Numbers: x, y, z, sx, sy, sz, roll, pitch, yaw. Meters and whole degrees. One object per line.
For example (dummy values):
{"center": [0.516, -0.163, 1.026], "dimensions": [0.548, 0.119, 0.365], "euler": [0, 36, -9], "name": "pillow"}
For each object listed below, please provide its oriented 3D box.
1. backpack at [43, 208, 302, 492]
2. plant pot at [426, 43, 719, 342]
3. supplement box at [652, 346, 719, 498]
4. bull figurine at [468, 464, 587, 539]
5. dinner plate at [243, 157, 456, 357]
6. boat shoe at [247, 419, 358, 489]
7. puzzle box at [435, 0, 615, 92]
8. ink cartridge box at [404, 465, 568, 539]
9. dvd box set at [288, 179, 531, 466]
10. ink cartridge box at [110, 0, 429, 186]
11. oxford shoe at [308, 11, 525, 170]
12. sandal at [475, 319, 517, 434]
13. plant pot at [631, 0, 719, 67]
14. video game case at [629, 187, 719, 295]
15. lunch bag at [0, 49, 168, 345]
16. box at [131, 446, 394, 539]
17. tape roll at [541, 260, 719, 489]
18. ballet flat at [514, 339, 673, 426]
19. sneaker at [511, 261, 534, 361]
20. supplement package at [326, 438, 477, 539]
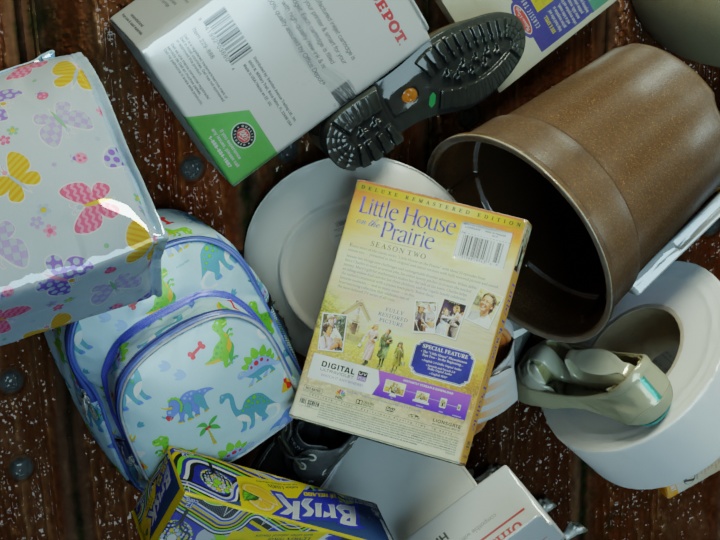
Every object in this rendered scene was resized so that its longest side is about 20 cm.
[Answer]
{"center": [-0.148, 0.062, 1.556], "dimensions": [0.183, 0.147, 0.200], "euler": [-31, 120, -11], "name": "backpack"}
{"center": [0.193, -0.076, 1.611], "dimensions": [0.198, 0.200, 0.200], "euler": [-37, 125, -28], "name": "plant pot"}
{"center": [0.345, 0.111, 1.847], "dimensions": [0.200, 0.074, 0.126], "euler": [-28, 122, -11], "name": "supplement box"}
{"center": [0.136, 0.261, 1.829], "dimensions": [0.200, 0.065, 0.121], "euler": [36, 92, -35], "name": "bull figurine"}
{"center": [0.000, 0.000, 1.613], "dimensions": [0.200, 0.024, 0.200], "euler": [2, 113, 6], "name": "dinner plate"}
{"center": [-0.034, 0.136, 1.606], "dimensions": [0.200, 0.070, 0.066], "euler": [-43, 162, 12], "name": "boat shoe"}
{"center": [0.115, -0.260, 1.596], "dimensions": [0.133, 0.025, 0.200], "euler": [-38, 123, -4], "name": "puzzle box"}
{"center": [0.108, 0.234, 1.636], "dimensions": [0.116, 0.067, 0.200], "euler": [-37, 155, 0], "name": "ink cartridge box"}
{"center": [0.040, 0.040, 1.532], "dimensions": [0.029, 0.146, 0.200], "euler": [36, 69, -73], "name": "dvd box set"}
{"center": [-0.068, -0.188, 1.511], "dimensions": [0.200, 0.084, 0.146], "euler": [-36, 123, -5], "name": "ink cartridge box"}
{"center": [0.041, -0.160, 1.575], "dimensions": [0.200, 0.084, 0.073], "euler": [-28, 120, -13], "name": "oxford shoe"}
{"center": [0.100, 0.109, 1.662], "dimensions": [0.079, 0.059, 0.207], "euler": [-15, 148, -8], "name": "sandal"}
{"center": [0.346, -0.253, 1.641], "dimensions": [0.200, 0.134, 0.200], "euler": [-10, 118, -20], "name": "plant pot"}
{"center": [0.297, -0.057, 1.711], "dimensions": [0.200, 0.143, 0.017], "euler": [-43, 96, 0], "name": "video game case"}
{"center": [-0.253, -0.058, 1.442], "dimensions": [0.170, 0.200, 0.127], "euler": [-19, 159, -18], "name": "lunch bag"}
{"center": [-0.074, 0.206, 1.538], "dimensions": [0.200, 0.064, 0.070], "euler": [19, 113, -29], "name": "box"}
{"center": [0.260, 0.092, 1.725], "dimensions": [0.202, 0.202, 0.071], "euler": [-48, 124, 3], "name": "tape roll"}
{"center": [0.187, 0.087, 1.690], "dimensions": [0.069, 0.200, 0.070], "euler": [-4, 97, -38], "name": "ballet flat"}
{"center": [0.085, 0.065, 1.708], "dimensions": [0.200, 0.071, 0.098], "euler": [-35, 125, -4], "name": "sneaker"}
{"center": [-0.001, 0.221, 1.693], "dimensions": [0.200, 0.117, 0.117], "euler": [-34, 153, -6], "name": "supplement package"}
